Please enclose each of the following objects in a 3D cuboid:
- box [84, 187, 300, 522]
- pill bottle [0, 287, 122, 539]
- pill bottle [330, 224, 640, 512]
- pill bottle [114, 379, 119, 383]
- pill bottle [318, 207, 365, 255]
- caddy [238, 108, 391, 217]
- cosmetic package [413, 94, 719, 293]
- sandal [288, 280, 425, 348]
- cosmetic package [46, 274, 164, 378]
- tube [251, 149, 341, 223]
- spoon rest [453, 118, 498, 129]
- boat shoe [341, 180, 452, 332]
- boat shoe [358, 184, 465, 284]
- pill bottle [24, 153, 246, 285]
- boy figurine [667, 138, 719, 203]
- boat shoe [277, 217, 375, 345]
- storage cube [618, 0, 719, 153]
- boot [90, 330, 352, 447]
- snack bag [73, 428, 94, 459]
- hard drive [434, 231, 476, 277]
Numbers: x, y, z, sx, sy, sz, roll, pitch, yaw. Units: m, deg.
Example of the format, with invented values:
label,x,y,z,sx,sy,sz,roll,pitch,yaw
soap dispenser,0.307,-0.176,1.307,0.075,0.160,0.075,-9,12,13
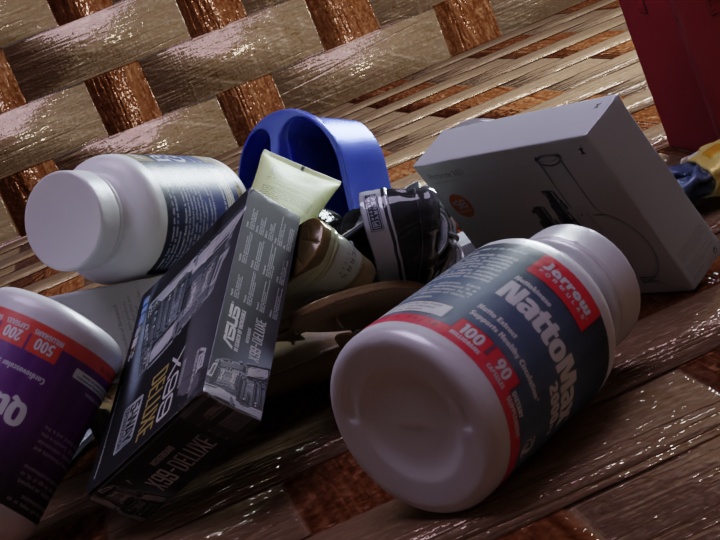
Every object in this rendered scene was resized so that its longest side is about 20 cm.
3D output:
label,x,y,z,sx,sy,sz,roll,pitch,yaw
box,-0.117,0.060,1.103,0.158,0.050,0.200,-42,27,39
pill bottle,-0.264,0.120,1.120,0.112,0.112,0.200,-3,57,57
pill bottle,0.085,0.049,0.940,0.120,0.120,0.200,-11,16,43
pill bottle,-0.278,0.085,1.464,0.200,0.112,0.112,-20,12,11
pill bottle,-0.065,0.006,1.430,0.200,0.112,0.112,-15,13,28
caddy,-0.048,-0.061,1.524,0.141,0.200,0.105,-15,-3,41
cosmetic package,0.153,-0.049,1.170,0.052,0.151,0.200,-48,23,-27
sandal,0.037,0.053,1.160,0.078,0.070,0.212,-31,-17,32
cosmetic package,-0.224,0.056,1.285,0.200,0.071,0.101,-11,-7,-36
tube,-0.080,-0.028,1.339,0.052,0.058,0.200,-15,36,33
spoon rest,0.159,-0.078,1.242,0.200,0.099,0.061,19,63,36
boat shoe,0.000,0.000,1.318,0.200,0.075,0.062,-42,2,7
boat shoe,0.043,-0.021,1.188,0.068,0.074,0.199,-13,-22,3
pill bottle,-0.191,-0.045,1.323,0.111,0.111,0.200,-16,-5,29
boy figurine,0.314,-0.095,1.312,0.200,0.064,0.124,-25,9,4
boat shoe,-0.062,0.026,1.185,0.200,0.066,0.074,-28,39,52
storage cube,0.373,-0.224,1.496,0.171,0.180,0.200,-23,13,-3
boot,-0.120,0.096,1.268,0.200,0.066,0.175,-24,14,-21
snack bag,-0.338,0.193,1.311,0.189,0.021,0.200,-18,12,21
hard drive,0.122,-0.029,1.379,0.132,0.026,0.200,-24,2,-9
